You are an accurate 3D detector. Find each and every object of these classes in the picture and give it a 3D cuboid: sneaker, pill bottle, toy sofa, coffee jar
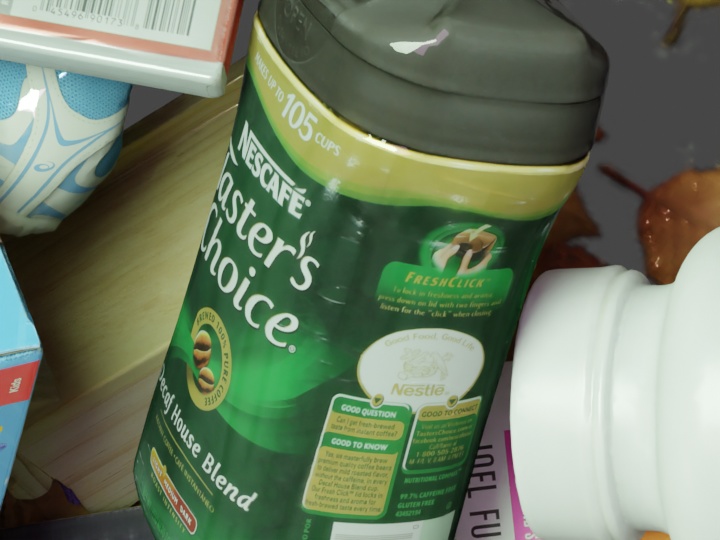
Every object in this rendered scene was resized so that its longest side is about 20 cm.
[{"bbox_3d":[-0.110,-0.081,0.767,0.072,0.200,0.072,-45,123,11],"label":"sneaker"},{"bbox_3d":[0.149,0.041,0.680,0.200,0.112,0.112,0,86,19],"label":"pill bottle"},{"bbox_3d":[-0.047,-0.007,0.794,0.200,0.098,0.083,-31,55,9],"label":"toy sofa"},{"bbox_3d":[0.000,0.000,0.678,0.085,0.104,0.200,4,118,-27],"label":"coffee jar"}]

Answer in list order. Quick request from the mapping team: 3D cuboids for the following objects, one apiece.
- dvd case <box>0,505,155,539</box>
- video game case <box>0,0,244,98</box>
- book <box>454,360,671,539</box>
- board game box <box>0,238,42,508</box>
[{"bbox_3d":[-0.071,0.152,0.783,0.200,0.016,0.149,-11,74,23],"label":"dvd case"},{"bbox_3d":[-0.088,-0.156,0.669,0.143,0.017,0.200,11,77,3],"label":"video game case"},{"bbox_3d":[0.092,0.091,0.768,0.200,0.048,0.134,-9,78,13],"label":"book"},{"bbox_3d":[-0.168,0.001,0.732,0.056,0.200,0.196,-12,60,-24],"label":"board game box"}]
